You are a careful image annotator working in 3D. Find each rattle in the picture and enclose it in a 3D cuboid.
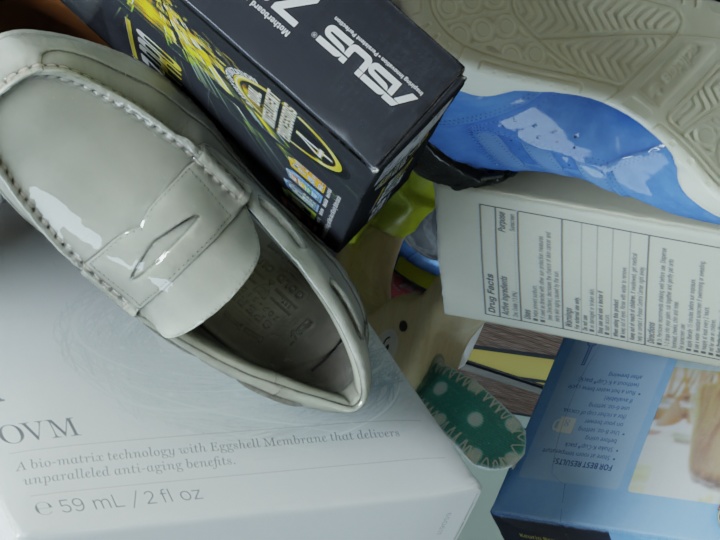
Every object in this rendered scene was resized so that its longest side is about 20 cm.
[{"bbox_3d":[0.000,0.000,1.056,0.130,0.200,0.143,-12,144,34],"label":"rattle"}]

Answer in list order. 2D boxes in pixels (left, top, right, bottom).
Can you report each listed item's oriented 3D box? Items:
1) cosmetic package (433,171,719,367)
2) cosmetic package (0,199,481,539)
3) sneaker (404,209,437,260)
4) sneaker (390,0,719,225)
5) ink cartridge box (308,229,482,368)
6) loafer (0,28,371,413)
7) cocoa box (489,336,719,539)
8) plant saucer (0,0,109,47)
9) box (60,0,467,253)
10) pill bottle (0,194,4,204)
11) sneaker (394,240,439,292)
[{"bbox_3d":[0.137,-0.023,0.973,0.200,0.087,0.103,11,148,11],"label":"cosmetic package"},{"bbox_3d":[-0.097,0.064,0.931,0.199,0.123,0.200,-2,-139,-35],"label":"cosmetic package"},{"bbox_3d":[0.102,-0.016,1.135,0.200,0.087,0.074,5,129,22],"label":"sneaker"},{"bbox_3d":[0.084,-0.062,0.893,0.200,0.077,0.111,19,166,-19],"label":"sneaker"},{"bbox_3d":[-0.035,-0.010,1.298,0.200,0.068,0.116,30,-156,17],"label":"ink cartridge box"},{"bbox_3d":[-0.061,-0.013,0.824,0.200,0.070,0.070,36,-167,-41],"label":"loafer"},{"bbox_3d":[0.182,0.103,1.049,0.200,0.133,0.131,6,143,30],"label":"cocoa box"},{"bbox_3d":[-0.158,-0.102,0.984,0.200,0.038,0.200,8,160,3],"label":"plant saucer"},{"bbox_3d":[-0.046,-0.085,0.798,0.161,0.049,0.200,44,173,1],"label":"box"},{"bbox_3d":[-0.222,-0.079,0.850,0.200,0.120,0.120,37,179,13],"label":"pill bottle"},{"bbox_3d":[-0.004,-0.058,1.243,0.200,0.079,0.066,26,-147,10],"label":"sneaker"}]
